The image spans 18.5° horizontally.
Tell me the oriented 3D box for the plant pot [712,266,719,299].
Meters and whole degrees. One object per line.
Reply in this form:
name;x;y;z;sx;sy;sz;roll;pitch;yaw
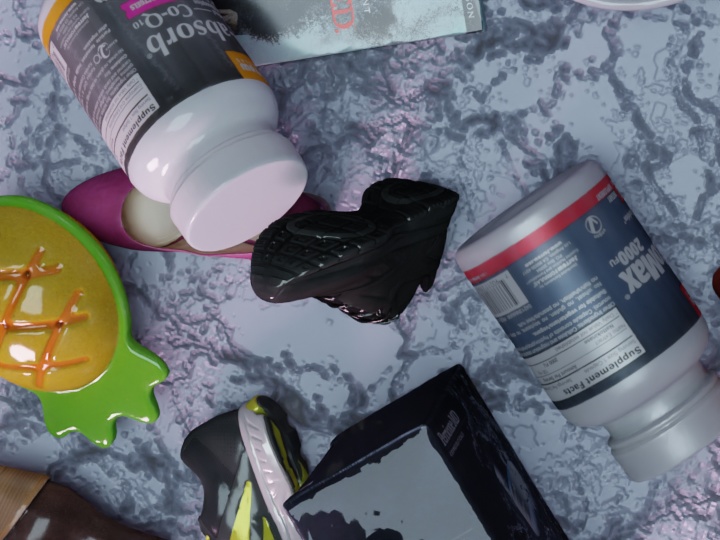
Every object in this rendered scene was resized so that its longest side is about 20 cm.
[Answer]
plant pot;0.365;0.017;1.440;0.200;0.176;0.200;41;103;0

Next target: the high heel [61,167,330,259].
high heel;-0.122;-0.035;1.555;0.200;0.096;0.067;8;101;8

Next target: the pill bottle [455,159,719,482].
pill bottle;0.166;0.037;1.507;0.120;0.120;0.200;-34;93;14

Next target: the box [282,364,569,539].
box;0.061;0.192;1.512;0.117;0.197;0.200;-31;93;13

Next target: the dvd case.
dvd case;-0.020;-0.223;1.543;0.200;0.022;0.146;-7;99;10

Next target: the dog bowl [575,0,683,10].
dog bowl;0.177;-0.277;1.449;0.200;0.079;0.200;2;113;6

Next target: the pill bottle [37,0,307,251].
pill bottle;-0.126;-0.119;1.499;0.116;0.116;0.200;-41;67;14

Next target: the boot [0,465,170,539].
boot;-0.246;0.251;1.641;0.166;0.072;0.200;25;108;1

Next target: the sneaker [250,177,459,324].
sneaker;0.000;0.000;1.498;0.076;0.200;0.091;19;115;35

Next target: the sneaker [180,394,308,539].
sneaker;-0.070;0.193;1.607;0.084;0.074;0.200;-17;88;18

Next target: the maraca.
maraca;-0.220;0.037;1.581;0.137;0.107;0.200;-29;102;30
